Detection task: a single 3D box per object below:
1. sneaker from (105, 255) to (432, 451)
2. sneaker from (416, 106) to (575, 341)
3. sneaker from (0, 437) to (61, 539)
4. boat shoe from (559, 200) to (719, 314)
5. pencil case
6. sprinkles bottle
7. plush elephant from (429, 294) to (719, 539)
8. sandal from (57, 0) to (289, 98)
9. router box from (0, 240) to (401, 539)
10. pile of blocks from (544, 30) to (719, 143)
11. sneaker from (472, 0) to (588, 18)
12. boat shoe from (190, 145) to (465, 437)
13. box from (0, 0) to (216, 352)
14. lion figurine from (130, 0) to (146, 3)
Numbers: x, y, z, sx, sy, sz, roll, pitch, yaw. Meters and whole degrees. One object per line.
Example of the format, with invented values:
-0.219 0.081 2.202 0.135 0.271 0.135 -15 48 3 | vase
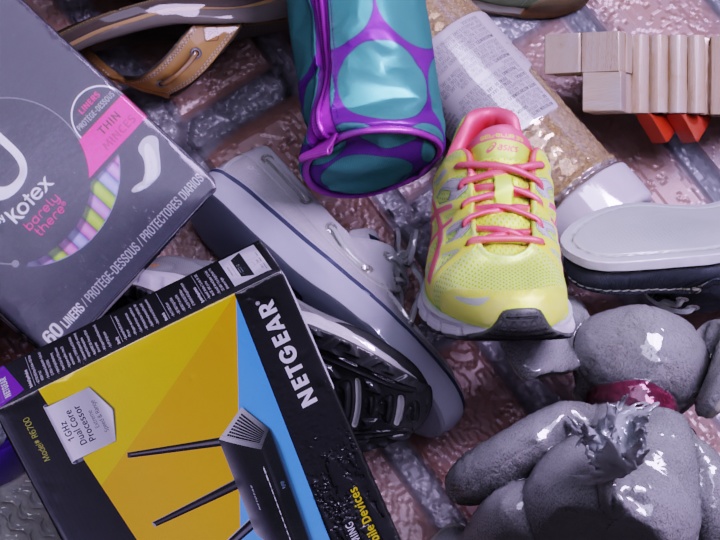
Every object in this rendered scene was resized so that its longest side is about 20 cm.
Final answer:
-0.048 0.034 1.122 0.200 0.074 0.079 20 33 22 | sneaker
0.068 -0.027 1.088 0.078 0.091 0.200 1 24 -6 | sneaker
-0.154 0.100 1.096 0.070 0.100 0.200 42 106 -13 | sneaker
0.193 -0.004 1.163 0.200 0.060 0.076 -8 30 -29 | boat shoe
-0.006 -0.145 1.154 0.092 0.085 0.201 15 60 -50 | pencil case
0.080 -0.092 1.214 0.068 0.068 0.200 -36 76 -19 | sprinkles bottle
0.136 0.088 1.106 0.164 0.200 0.155 17 48 8 | plush elephant
-0.098 -0.130 1.217 0.199 0.082 0.055 -9 91 -17 | sandal
-0.072 0.107 1.019 0.149 0.051 0.200 -26 115 -6 | router box
0.201 -0.105 1.235 0.199 0.082 0.062 1 90 -12 | pile of blocks
0.052 -0.215 1.250 0.200 0.090 0.067 19 66 1 | sneaker
-0.001 0.002 1.171 0.202 0.075 0.086 42 61 19 | boat shoe
-0.186 -0.063 1.049 0.200 0.106 0.122 42 82 -4 | box
-0.153 -0.186 1.186 0.122 0.073 0.200 25 22 19 | lion figurine
